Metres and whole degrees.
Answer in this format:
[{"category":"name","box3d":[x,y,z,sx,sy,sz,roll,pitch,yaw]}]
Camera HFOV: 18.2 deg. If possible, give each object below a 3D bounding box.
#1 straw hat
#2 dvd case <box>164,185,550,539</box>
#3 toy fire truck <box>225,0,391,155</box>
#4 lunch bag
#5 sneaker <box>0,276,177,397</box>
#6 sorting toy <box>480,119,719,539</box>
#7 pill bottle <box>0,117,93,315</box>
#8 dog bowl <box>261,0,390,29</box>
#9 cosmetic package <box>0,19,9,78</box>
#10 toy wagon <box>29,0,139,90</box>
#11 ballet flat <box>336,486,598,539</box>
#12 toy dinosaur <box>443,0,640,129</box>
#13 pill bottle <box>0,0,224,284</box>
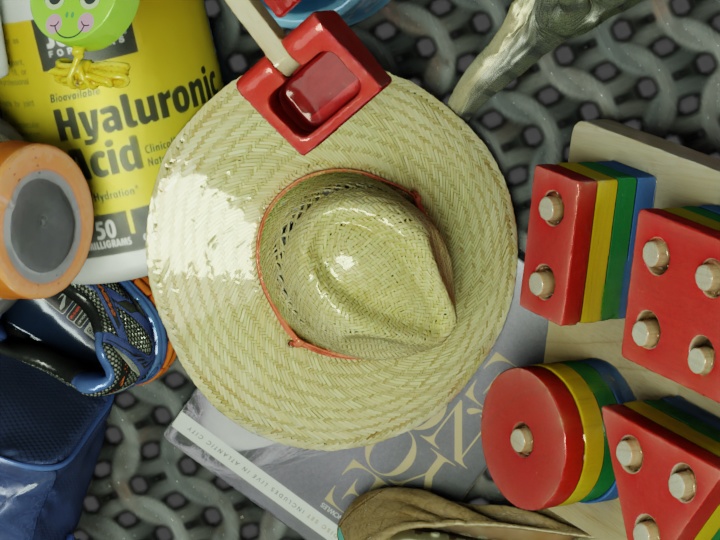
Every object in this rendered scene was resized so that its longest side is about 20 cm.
[{"category":"straw hat","box3d":[0.000,0.000,1.059,0.200,0.085,0.202,-4,100,-20]},{"category":"dvd case","box3d":[0.009,0.055,1.170,0.149,0.016,0.200,36,111,-1]},{"category":"toy fire truck","box3d":[-0.061,-0.154,1.002,0.049,0.141,0.200,-40,96,20]},{"category":"lunch bag","box3d":[-0.229,0.105,1.172,0.199,0.136,0.133,25,112,4]},{"category":"sneaker","box3d":[-0.186,-0.001,1.161,0.200,0.078,0.076,29,110,2]},{"category":"sorting toy","box3d":[0.134,0.050,1.034,0.069,0.200,0.200,-5,109,-33]},{"category":"pill bottle","box3d":[-0.222,-0.027,1.063,0.199,0.106,0.107,4,109,35]},{"category":"dog bowl","box3d":[-0.050,-0.206,1.085,0.111,0.050,0.200,-25,100,18]},{"category":"cosmetic package","box3d":[-0.283,-0.176,1.051,0.165,0.165,0.201,-16,107,-28]},{"category":"toy wagon","box3d":[-0.107,-0.177,0.948,0.155,0.040,0.201,4,82,31]},{"category":"ballet flat","box3d":[0.085,0.152,1.144,0.199,0.072,0.068,9,112,3]},{"category":"toy dinosaur","box3d":[0.086,-0.142,1.080,0.200,0.047,0.088,-38,103,23]},{"category":"pill bottle","box3d":[-0.126,-0.103,1.100,0.111,0.111,0.201,-9,104,15]}]
